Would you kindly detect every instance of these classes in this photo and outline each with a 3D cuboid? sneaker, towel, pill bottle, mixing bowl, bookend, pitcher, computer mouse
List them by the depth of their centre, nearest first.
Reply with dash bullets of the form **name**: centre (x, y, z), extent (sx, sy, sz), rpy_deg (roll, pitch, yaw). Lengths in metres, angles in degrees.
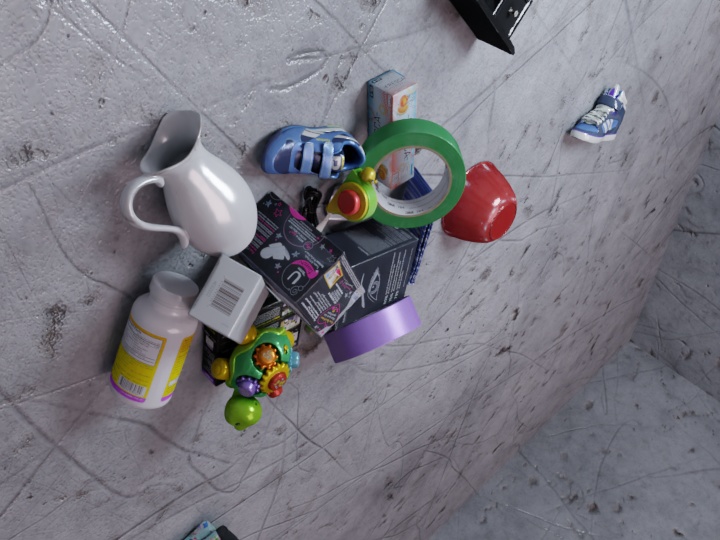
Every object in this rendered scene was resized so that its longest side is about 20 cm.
- **pitcher**: centre (-0.238, -0.092, 0.977), extent (0.173, 0.120, 0.201), rpy_deg (-55, 144, -22)
- **pill bottle**: centre (-0.316, 0.107, 1.086), extent (0.103, 0.104, 0.203), rpy_deg (-1, 121, -51)
- **sneaker**: centre (-0.073, -0.190, 1.138), extent (0.198, 0.082, 0.075), rpy_deg (-20, 138, -40)
- **bookend**: centre (0.259, -0.528, 1.234), extent (0.201, 0.092, 0.199), rpy_deg (-57, 149, 6)
- **computer mouse**: centre (-0.028, -0.125, 1.293), extent (0.198, 0.044, 0.111), rpy_deg (-24, 137, -38)
- **towel**: centre (0.102, -0.092, 1.413), extent (0.023, 0.146, 0.203), rpy_deg (2, 124, -21)
- **mixing bowl**: centre (0.296, -0.142, 1.634), extent (0.199, 0.108, 0.203), rpy_deg (-32, 142, -30)
- **sneaker**: centre (0.633, -0.420, 1.841), extent (0.198, 0.080, 0.149), rpy_deg (-13, 122, -42)

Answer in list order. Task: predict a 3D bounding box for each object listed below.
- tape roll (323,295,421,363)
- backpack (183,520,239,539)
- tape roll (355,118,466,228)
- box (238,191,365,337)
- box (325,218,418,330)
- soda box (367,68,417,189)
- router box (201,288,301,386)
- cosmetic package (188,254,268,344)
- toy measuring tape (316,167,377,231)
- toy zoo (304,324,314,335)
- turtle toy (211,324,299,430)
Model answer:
- **tape roll**: centre (0.024, 0.120, 1.439), extent (0.197, 0.067, 0.200), rpy_deg (-24, 180, 0)
- **backpack**: centre (-0.347, 0.674, 1.542), extent (0.200, 0.149, 0.179), rpy_deg (-45, 145, -25)
- **tape roll**: centre (0.087, -0.169, 1.239), extent (0.196, 0.049, 0.203), rpy_deg (-2, 131, -3)
- **box**: centre (-0.108, -0.009, 1.154), extent (0.115, 0.199, 0.133), rpy_deg (-43, 147, -10)
- **box**: centre (0.000, 0.000, 1.352), extent (0.198, 0.104, 0.150), rpy_deg (-21, 136, -39)
- **soda box**: centre (0.057, -0.251, 1.259), extent (0.063, 0.068, 0.202), rpy_deg (-32, 143, -28)
- **router box**: centre (-0.196, 0.110, 1.292), extent (0.198, 0.051, 0.151), rpy_deg (-23, 139, -38)
- **cosmetic package**: centre (-0.200, 0.049, 1.086), extent (0.103, 0.070, 0.200), rpy_deg (-61, 179, -10)
- **toy measuring tape**: centre (-0.025, -0.092, 1.202), extent (0.073, 0.074, 0.201), rpy_deg (-8, 143, -48)
- **toy zoo**: centre (-0.045, 0.032, 1.441), extent (0.130, 0.020, 0.203), rpy_deg (-19, 134, -42)
- **turtle toy**: centre (-0.184, 0.187, 1.239), extent (0.145, 0.101, 0.202), rpy_deg (16, 110, -55)
